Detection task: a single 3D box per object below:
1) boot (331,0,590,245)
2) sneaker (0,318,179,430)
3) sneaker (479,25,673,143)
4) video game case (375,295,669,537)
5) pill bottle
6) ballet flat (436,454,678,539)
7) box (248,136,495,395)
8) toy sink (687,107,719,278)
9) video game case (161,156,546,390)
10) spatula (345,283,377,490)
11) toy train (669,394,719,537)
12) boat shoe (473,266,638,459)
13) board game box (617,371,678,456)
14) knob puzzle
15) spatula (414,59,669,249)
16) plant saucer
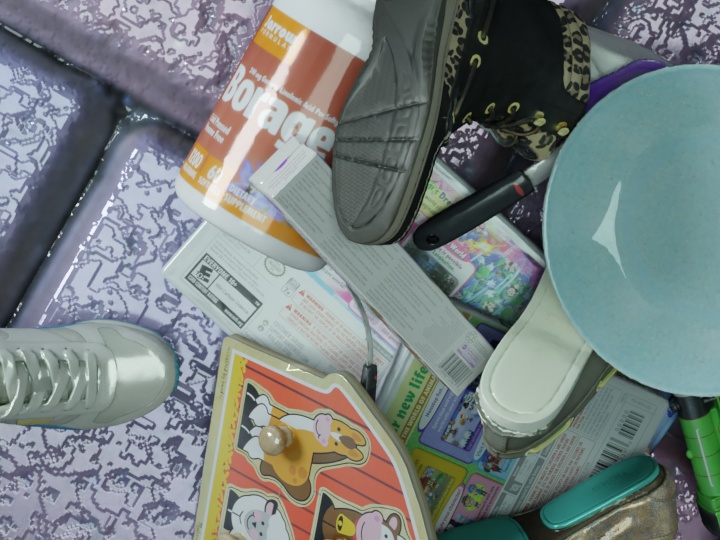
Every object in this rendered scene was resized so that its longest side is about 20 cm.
[{"bbox_3d":[0.064,-0.097,1.328,0.150,0.073,0.201,21,75,-45],"label":"boot"},{"bbox_3d":[-0.218,0.073,1.443,0.199,0.081,0.077,-1,98,-5],"label":"sneaker"},{"bbox_3d":[0.117,-0.121,1.447,0.199,0.075,0.089,16,104,3],"label":"sneaker"},{"bbox_3d":[0.081,0.136,1.463,0.181,0.022,0.201,24,102,-13],"label":"video game case"},{"bbox_3d":[-0.025,-0.110,1.383,0.112,0.112,0.201,28,97,-8],"label":"pill bottle"},{"bbox_3d":[0.119,0.189,1.439,0.199,0.068,0.067,-21,115,1],"label":"ballet flat"},{"bbox_3d":[0.011,-0.001,1.355,0.041,0.039,0.200,-46,122,-4],"label":"box"},{"bbox_3d":[0.293,-0.062,1.432,0.112,0.200,0.131,12,101,24],"label":"toy sink"},{"bbox_3d":[0.000,0.000,1.460,0.200,0.024,0.182,42,97,-1],"label":"video game case"},{"bbox_3d":[0.001,0.045,1.418,0.020,0.057,0.201,1,92,7],"label":"spatula"},{"bbox_3d":[0.253,0.146,1.490,0.056,0.042,0.201,-25,114,-11],"label":"toy train"},{"bbox_3d":[0.138,0.039,1.411,0.072,0.060,0.202,31,57,17],"label":"boat shoe"},{"bbox_3d":[0.163,0.053,1.491,0.135,0.034,0.200,34,95,-8],"label":"board game box"},{"bbox_3d":[-0.032,0.159,1.420,0.219,0.030,0.221,9,104,38],"label":"knob puzzle"},{"bbox_3d":[0.119,-0.070,1.412,0.200,0.021,0.057,-33,121,8],"label":"spatula"},{"bbox_3d":[0.210,-0.025,1.344,0.200,0.039,0.202,3,96,24],"label":"plant saucer"}]
